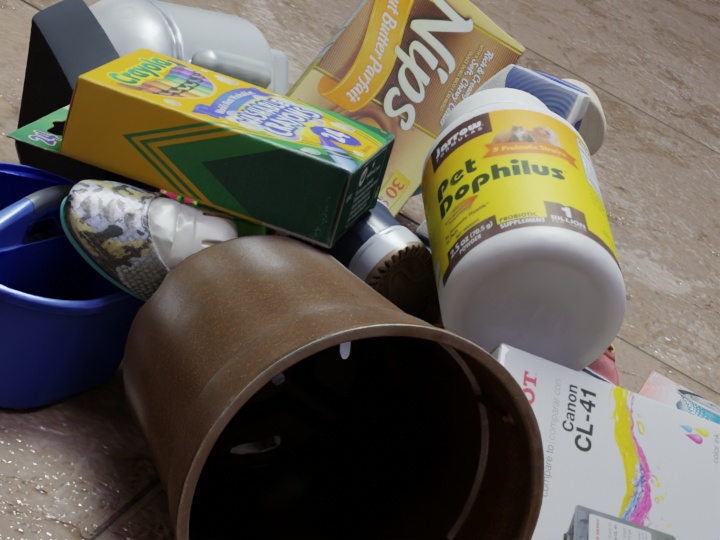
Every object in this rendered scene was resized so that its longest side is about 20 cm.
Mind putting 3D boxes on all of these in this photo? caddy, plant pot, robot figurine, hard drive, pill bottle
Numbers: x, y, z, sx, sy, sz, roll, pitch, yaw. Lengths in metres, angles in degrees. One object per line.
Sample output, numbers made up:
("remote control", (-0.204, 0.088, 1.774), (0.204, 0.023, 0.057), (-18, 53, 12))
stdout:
("caddy", (-0.196, -0.004, 1.459), (0.141, 0.105, 0.200), (34, 21, 17))
("plant pot", (-0.032, 0.083, 1.351), (0.200, 0.200, 0.198), (15, 16, -28))
("robot figurine", (-0.142, -0.140, 1.845), (0.200, 0.113, 0.170), (6, -11, -43))
("hard drive", (-0.180, -0.078, 1.631), (0.042, 0.135, 0.200), (-3, 36, -23))
("pill bottle", (0.095, -0.029, 1.527), (0.109, 0.109, 0.200), (20, 30, -17))

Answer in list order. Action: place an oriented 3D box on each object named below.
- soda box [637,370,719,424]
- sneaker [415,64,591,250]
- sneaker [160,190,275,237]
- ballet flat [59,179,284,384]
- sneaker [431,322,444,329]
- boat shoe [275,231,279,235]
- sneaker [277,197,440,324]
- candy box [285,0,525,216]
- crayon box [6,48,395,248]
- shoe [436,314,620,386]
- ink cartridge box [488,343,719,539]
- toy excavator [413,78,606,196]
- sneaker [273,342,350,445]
("soda box", (0.191, 0.133, 1.662), (0.068, 0.064, 0.200), (29, 21, 8))
("sneaker", (0.102, -0.053, 1.845), (0.081, 0.200, 0.115), (30, 8, 19))
("sneaker", (-0.088, -0.016, 1.602), (0.084, 0.077, 0.200), (33, -7, -19))
("ballet flat", (-0.087, -0.002, 1.447), (0.200, 0.072, 0.072), (41, 7, -42))
("sneaker", (0.091, 0.119, 1.559), (0.200, 0.088, 0.075), (49, 52, -1))
("boat shoe", (-0.097, -0.065, 1.695), (0.200, 0.073, 0.063), (36, -14, -4))
("sneaker", (0.000, 0.000, 1.612), (0.109, 0.070, 0.200), (45, -13, 23))
("candy box", (0.014, -0.121, 1.836), (0.115, 0.200, 0.055), (40, -14, -8))
("crayon box", (-0.091, -0.079, 1.472), (0.200, 0.052, 0.126), (18, 16, 8))
("shoe", (0.110, 0.032, 1.637), (0.200, 0.071, 0.091), (32, 54, -52))
("ink cartridge box", (0.141, 0.148, 1.446), (0.200, 0.086, 0.148), (21, 57, -17))
("toy excavator", (0.062, -0.110, 1.939), (0.200, 0.194, 0.100), (38, 17, -15))
("sneaker", (-0.025, 0.078, 1.532), (0.080, 0.076, 0.200), (-16, 35, -29))
